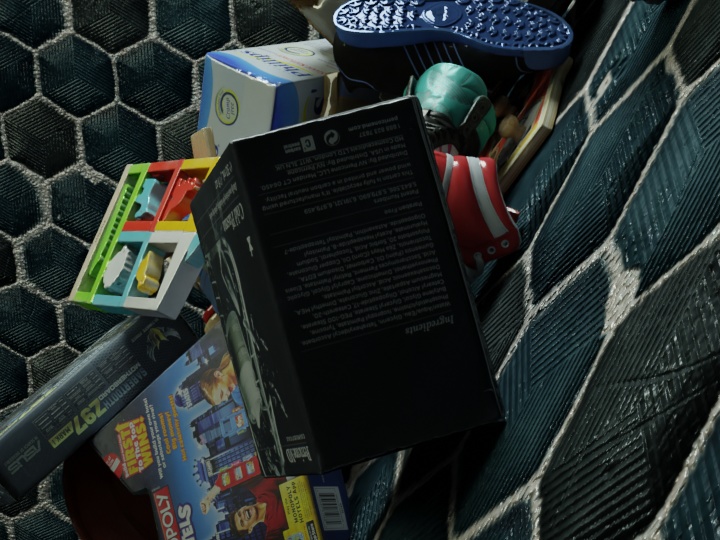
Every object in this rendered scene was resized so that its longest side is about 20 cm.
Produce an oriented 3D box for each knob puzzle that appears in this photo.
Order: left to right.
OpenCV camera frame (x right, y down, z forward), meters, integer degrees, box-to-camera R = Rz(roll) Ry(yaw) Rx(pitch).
[{"bbox_3d":[0.116,-0.114,1.327,0.220,0.030,0.220,-59,7,12],"label":"knob puzzle"}]

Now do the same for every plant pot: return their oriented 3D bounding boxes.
[{"bbox_3d":[-0.118,0.150,1.312,0.195,0.200,0.201,-46,14,32],"label":"plant pot"}]

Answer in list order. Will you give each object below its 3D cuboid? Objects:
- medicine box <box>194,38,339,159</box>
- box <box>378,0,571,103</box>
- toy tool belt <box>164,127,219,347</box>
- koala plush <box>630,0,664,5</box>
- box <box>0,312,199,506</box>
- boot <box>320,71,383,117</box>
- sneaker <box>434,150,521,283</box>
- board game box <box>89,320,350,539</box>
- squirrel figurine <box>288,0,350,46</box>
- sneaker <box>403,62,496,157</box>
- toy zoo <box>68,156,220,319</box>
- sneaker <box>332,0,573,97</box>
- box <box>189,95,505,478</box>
[{"bbox_3d":[-0.056,-0.114,1.471,0.199,0.103,0.183,-17,-57,-48],"label":"medicine box"},{"bbox_3d":[0.123,-0.225,1.372,0.200,0.086,0.164,-56,-5,31],"label":"box"},{"bbox_3d":[-0.122,-0.025,1.345,0.125,0.123,0.200,-30,-21,-33],"label":"toy tool belt"},{"bbox_3d":[0.201,-0.291,0.980,0.178,0.183,0.200,-61,19,-9],"label":"koala plush"},{"bbox_3d":[-0.238,0.112,1.276,0.200,0.051,0.158,-43,7,-25],"label":"box"},{"bbox_3d":[0.030,-0.124,1.408,0.199,0.074,0.098,-2,-86,-54],"label":"boot"},{"bbox_3d":[0.060,0.011,1.124,0.071,0.112,0.202,-107,17,-71],"label":"sneaker"},{"bbox_3d":[-0.106,0.144,1.161,0.199,0.061,0.201,-27,69,32],"label":"board game box"},{"bbox_3d":[0.031,-0.280,1.400,0.187,0.141,0.200,-47,-2,3],"label":"squirrel figurine"},{"bbox_3d":[0.050,-0.111,1.213,0.121,0.083,0.200,-67,-20,-8],"label":"sneaker"},{"bbox_3d":[-0.162,-0.027,1.247,0.199,0.020,0.132,1,67,56],"label":"toy zoo"},{"bbox_3d":[0.076,-0.178,1.283,0.078,0.198,0.070,85,-164,-46],"label":"sneaker"},{"bbox_3d":[-0.016,0.019,0.973,0.123,0.198,0.200,-16,-5,-15],"label":"box"}]
